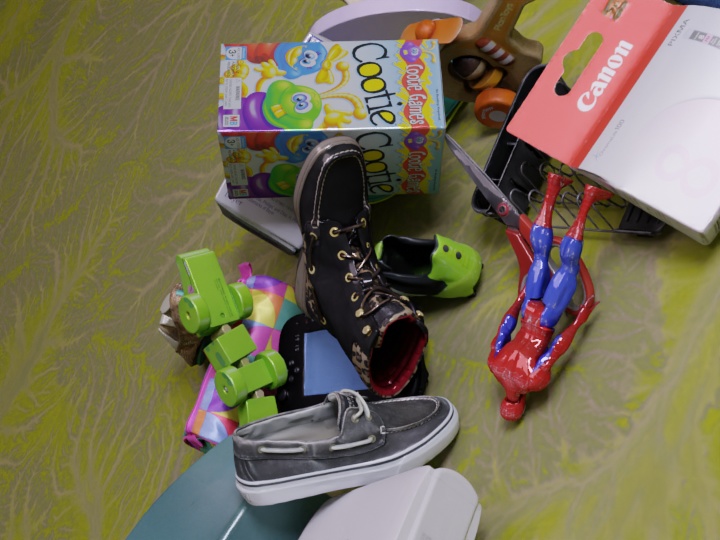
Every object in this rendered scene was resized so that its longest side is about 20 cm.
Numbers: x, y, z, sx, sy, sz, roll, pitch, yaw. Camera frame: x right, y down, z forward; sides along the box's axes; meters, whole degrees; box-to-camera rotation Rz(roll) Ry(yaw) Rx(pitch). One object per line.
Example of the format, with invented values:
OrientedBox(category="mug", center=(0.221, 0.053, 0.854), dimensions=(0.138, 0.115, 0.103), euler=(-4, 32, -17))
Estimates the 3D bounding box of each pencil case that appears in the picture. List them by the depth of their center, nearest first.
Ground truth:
OrientedBox(category="pencil case", center=(-0.122, 0.100, 1.151), dimensions=(0.088, 0.088, 0.202), euler=(-7, 61, 48))

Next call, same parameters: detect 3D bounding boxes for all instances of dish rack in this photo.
OrientedBox(category="dish rack", center=(0.201, -0.102, 0.935), dimensions=(0.199, 0.054, 0.154), euler=(9, 73, 52))

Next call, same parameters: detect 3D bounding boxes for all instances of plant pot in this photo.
OrientedBox(category="plant pot", center=(-0.120, 0.265, 0.986), dimensions=(0.141, 0.141, 0.201), euler=(14, 67, 53))

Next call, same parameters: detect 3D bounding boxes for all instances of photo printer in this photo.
OrientedBox(category="photo printer", center=(-0.004, 0.249, 0.862), dimensions=(0.200, 0.069, 0.167), euler=(-32, 25, 52))

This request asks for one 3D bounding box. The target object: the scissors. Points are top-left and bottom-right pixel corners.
OrientedBox(category="scissors", center=(0.135, -0.046, 0.930), dimensions=(0.073, 0.014, 0.201), euler=(-35, 70, 40))

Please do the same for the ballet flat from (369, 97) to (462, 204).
OrientedBox(category="ballet flat", center=(0.056, -0.155, 1.154), dimensions=(0.201, 0.067, 0.067), euler=(-52, 14, 4))

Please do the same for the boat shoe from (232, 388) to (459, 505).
OrientedBox(category="boat shoe", center=(-0.011, 0.137, 0.914), dimensions=(0.198, 0.071, 0.072), euler=(-17, 26, -13))

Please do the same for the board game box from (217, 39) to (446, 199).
OrientedBox(category="board game box", center=(-0.026, -0.138, 1.005), dimensions=(0.198, 0.105, 0.104), euler=(-2, 59, -1))

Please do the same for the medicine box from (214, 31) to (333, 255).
OrientedBox(category="medicine box", center=(-0.062, -0.127, 1.166), dimensions=(0.201, 0.102, 0.182), euler=(-60, 4, -3))

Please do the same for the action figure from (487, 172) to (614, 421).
OrientedBox(category="action figure", center=(0.149, 0.027, 0.878), dimensions=(0.065, 0.051, 0.202), euler=(24, 100, 37))

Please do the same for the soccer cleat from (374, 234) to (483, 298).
OrientedBox(category="soccer cleat", center=(0.027, 0.001, 1.044), dimensions=(0.199, 0.081, 0.068), euler=(-14, 54, 45))

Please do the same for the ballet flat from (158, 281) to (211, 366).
OrientedBox(category="ballet flat", center=(-0.189, 0.053, 1.204), dimensions=(0.200, 0.065, 0.071), euler=(120, 169, -65))

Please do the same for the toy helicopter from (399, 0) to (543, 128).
OrientedBox(category="toy helicopter", center=(0.112, -0.223, 1.014), dimensions=(0.200, 0.131, 0.080), euler=(117, 166, -62))

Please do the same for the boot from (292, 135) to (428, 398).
OrientedBox(category="boot", center=(0.000, 0.000, 0.949), dimensions=(0.151, 0.073, 0.201), euler=(51, 143, 41))

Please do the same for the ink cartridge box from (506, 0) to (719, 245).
OrientedBox(category="ink cartridge box", center=(0.230, -0.137, 0.858), dimensions=(0.199, 0.057, 0.163), euler=(34, 91, 23))

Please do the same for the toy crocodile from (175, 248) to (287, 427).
OrientedBox(category="toy crocodile", center=(-0.132, 0.073, 1.081), dimensions=(0.062, 0.067, 0.201), euler=(-33, 81, 51))

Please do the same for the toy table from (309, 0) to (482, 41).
OrientedBox(category="toy table", center=(0.040, -0.294, 1.186), dimensions=(0.198, 0.184, 0.118), euler=(-1, 71, 15))

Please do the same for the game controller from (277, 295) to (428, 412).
OrientedBox(category="game controller", center=(-0.013, 0.086, 1.048), dimensions=(0.199, 0.042, 0.105), euler=(-12, 81, 45))

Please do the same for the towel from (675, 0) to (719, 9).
OrientedBox(category="towel", center=(0.305, -0.284, 0.949), dimensions=(0.112, 0.048, 0.200), euler=(-51, 36, 12))
